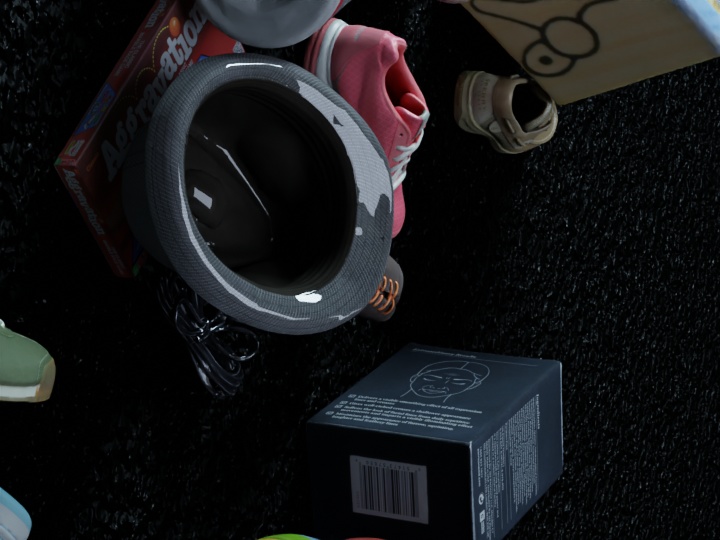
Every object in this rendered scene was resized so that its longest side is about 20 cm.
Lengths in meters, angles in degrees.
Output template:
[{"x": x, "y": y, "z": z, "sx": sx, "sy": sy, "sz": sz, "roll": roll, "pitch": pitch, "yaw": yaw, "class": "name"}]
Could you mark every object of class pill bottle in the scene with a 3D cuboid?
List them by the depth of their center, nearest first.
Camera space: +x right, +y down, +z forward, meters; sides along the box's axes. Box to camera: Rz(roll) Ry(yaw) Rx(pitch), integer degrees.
[{"x": -0.040, "y": -0.231, "z": 1.244, "sx": 0.200, "sy": 0.109, "sz": 0.112, "roll": -56, "pitch": 143, "yaw": -64, "class": "pill bottle"}]

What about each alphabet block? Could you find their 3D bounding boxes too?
[{"x": 0.223, "y": -0.296, "z": 1.618, "sx": 0.195, "sy": 0.199, "sz": 0.198, "roll": 42, "pitch": 54, "yaw": -30, "class": "alphabet block"}]

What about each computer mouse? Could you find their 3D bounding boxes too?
[{"x": -0.085, "y": -0.024, "z": 1.275, "sx": 0.201, "sy": 0.052, "sz": 0.139, "roll": -57, "pitch": 142, "yaw": -27, "class": "computer mouse"}]

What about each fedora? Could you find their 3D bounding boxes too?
[{"x": -0.078, "y": -0.046, "z": 1.168, "sx": 0.199, "sy": 0.090, "sz": 0.179, "roll": 16, "pitch": 73, "yaw": -43, "class": "fedora"}]

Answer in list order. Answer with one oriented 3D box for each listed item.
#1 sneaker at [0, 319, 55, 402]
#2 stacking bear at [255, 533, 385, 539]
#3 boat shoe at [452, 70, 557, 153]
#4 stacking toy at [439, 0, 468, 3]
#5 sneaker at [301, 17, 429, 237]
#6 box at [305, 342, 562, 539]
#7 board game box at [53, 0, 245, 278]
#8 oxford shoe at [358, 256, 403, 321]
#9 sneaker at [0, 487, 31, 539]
[{"x": -0.227, "y": 0.020, "z": 0.966, "sx": 0.200, "sy": 0.067, "sz": 0.091, "roll": 12, "pitch": 89, "yaw": -60, "class": "sneaker"}, {"x": -0.065, "y": 0.242, "z": 1.290, "sx": 0.199, "sy": 0.113, "sz": 0.123, "roll": 17, "pitch": 87, "yaw": -52, "class": "stacking bear"}, {"x": 0.153, "y": -0.148, "z": 1.711, "sx": 0.199, "sy": 0.064, "sz": 0.072, "roll": 1, "pitch": 94, "yaw": -63, "class": "boat shoe"}, {"x": 0.035, "y": -0.262, "z": 1.444, "sx": 0.199, "sy": 0.085, "sz": 0.086, "roll": -9, "pitch": 102, "yaw": -59, "class": "stacking toy"}, {"x": 0.016, "y": -0.103, "z": 1.417, "sx": 0.074, "sy": 0.086, "sz": 0.202, "roll": -56, "pitch": 141, "yaw": -43, "class": "sneaker"}, {"x": 0.065, "y": 0.147, "z": 1.489, "sx": 0.200, "sy": 0.147, "sz": 0.108, "roll": -32, "pitch": 123, "yaw": -57, "class": "box"}, {"x": -0.133, "y": -0.104, "z": 1.194, "sx": 0.201, "sy": 0.019, "sz": 0.103, "roll": -65, "pitch": 146, "yaw": -35, "class": "board game box"}, {"x": 0.000, "y": 0.000, "z": 1.339, "sx": 0.072, "sy": 0.072, "sz": 0.200, "roll": -61, "pitch": 176, "yaw": 4, "class": "oxford shoe"}, {"x": -0.249, "y": 0.156, "z": 0.937, "sx": 0.200, "sy": 0.079, "sz": 0.132, "roll": 50, "pitch": 49, "yaw": -54, "class": "sneaker"}]
